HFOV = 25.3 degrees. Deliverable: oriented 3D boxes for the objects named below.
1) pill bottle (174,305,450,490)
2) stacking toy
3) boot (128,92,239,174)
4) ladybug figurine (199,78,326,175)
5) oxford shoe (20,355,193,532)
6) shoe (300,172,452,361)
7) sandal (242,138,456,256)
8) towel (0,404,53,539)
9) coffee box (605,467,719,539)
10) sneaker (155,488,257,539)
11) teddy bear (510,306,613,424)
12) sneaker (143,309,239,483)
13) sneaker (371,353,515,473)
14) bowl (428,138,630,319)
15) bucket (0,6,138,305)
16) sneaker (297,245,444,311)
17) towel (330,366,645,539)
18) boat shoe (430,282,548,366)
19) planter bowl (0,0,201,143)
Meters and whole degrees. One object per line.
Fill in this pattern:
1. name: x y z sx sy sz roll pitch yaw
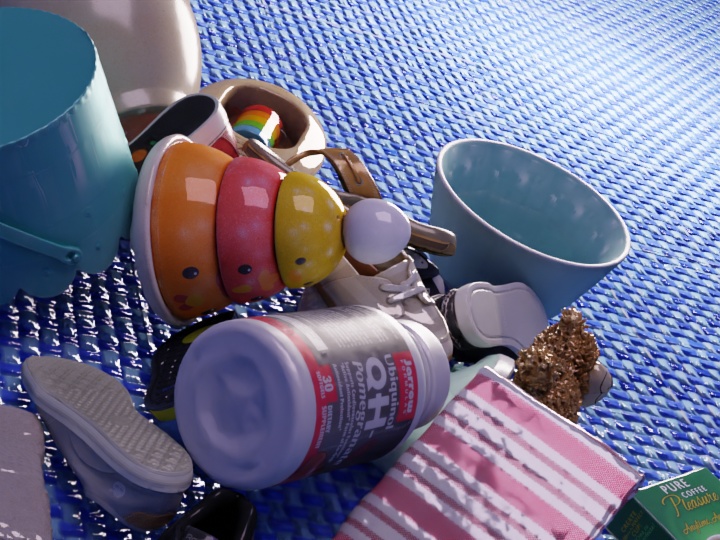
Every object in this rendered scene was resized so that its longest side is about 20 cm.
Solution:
1. pill bottle: -0.024 0.081 1.098 0.111 0.111 0.199 41 25 26
2. stacking toy: -0.061 -0.032 1.203 0.198 0.147 0.146 -1 25 16
3. boot: -0.169 -0.032 1.312 0.200 0.145 0.072 -38 43 -19
4. ladybug figurine: -0.104 -0.112 1.487 0.135 0.072 0.200 27 29 1
5. oxford shoe: -0.180 0.113 1.086 0.075 0.058 0.200 2 22 -39
6. shoe: 0.000 0.000 1.261 0.200 0.054 0.070 44 43 21
7. sandal: -0.005 -0.071 1.351 0.199 0.054 0.080 24 2 -1
8. towel: -0.291 0.125 0.999 0.199 0.035 0.133 13 33 -24
9. coffee box: 0.301 0.244 1.263 0.123 0.044 0.200 -9 45 -47
10. sneaker: -0.121 0.197 0.959 0.075 0.088 0.200 28 29 4
11. teddy bear: 0.143 0.116 1.247 0.066 0.146 0.200 3 18 31
12. sneaker: -0.112 0.092 1.180 0.200 0.066 0.079 -90 154 -71
13. sneaker: 0.046 0.093 1.275 0.118 0.074 0.200 30 28 14
14. bowl: 0.142 -0.025 1.510 0.200 0.105 0.201 20 29 -11
15. bucket: -0.268 -0.088 1.178 0.205 0.135 0.208 -4 43 4
16. sneaker: 0.015 0.024 1.354 0.129 0.080 0.199 16 19 -1
17. towel: 0.085 0.174 1.120 0.146 0.030 0.200 36 65 18
18. boat shoe: 0.109 0.051 1.386 0.200 0.060 0.074 7 71 -62
19. planter bowl: -0.219 -0.155 1.366 0.199 0.200 0.135 -3 59 -41
